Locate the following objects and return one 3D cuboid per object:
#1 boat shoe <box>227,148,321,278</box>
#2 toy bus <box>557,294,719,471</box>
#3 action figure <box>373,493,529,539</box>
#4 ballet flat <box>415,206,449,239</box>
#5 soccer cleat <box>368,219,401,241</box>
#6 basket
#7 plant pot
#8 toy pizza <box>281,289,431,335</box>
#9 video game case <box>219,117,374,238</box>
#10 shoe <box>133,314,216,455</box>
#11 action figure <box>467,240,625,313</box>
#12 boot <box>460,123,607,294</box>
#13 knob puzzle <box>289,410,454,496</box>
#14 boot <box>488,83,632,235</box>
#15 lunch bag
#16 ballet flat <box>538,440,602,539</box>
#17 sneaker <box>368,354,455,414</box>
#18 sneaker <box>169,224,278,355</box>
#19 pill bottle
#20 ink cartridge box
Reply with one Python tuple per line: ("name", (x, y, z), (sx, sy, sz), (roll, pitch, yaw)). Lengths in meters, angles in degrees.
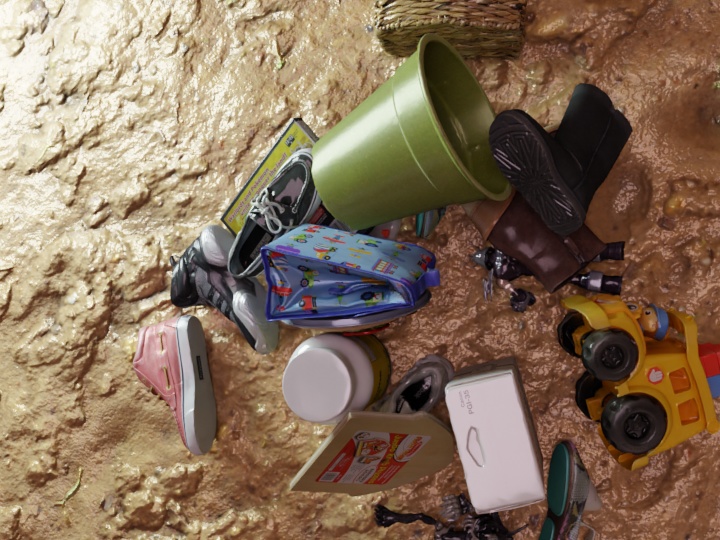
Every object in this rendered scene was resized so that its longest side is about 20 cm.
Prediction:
("boat shoe", (-0.117, -0.074, 0.955), (0.074, 0.068, 0.200), (43, 111, 11))
("toy bus", (0.353, 0.109, 0.858), (0.190, 0.136, 0.202), (-20, 98, 4))
("action figure", (0.118, 0.351, 0.930), (0.198, 0.102, 0.120), (-6, 75, 14))
("ballet flat", (0.110, -0.143, 0.968), (0.073, 0.074, 0.202), (1, 92, 13))
("soccer cleat", (0.039, -0.104, 0.983), (0.069, 0.077, 0.202), (22, 112, 24))
("basket", (0.118, -0.369, 0.932), (0.198, 0.143, 0.151), (5, 90, 13))
("plant pot", (0.048, -0.139, 0.841), (0.189, 0.199, 0.202), (-23, 83, 31))
("toy pizza", (-0.006, 0.050, 0.922), (0.198, 0.200, 0.032), (-5, 102, 13))
("video game case", (-0.086, -0.076, 0.998), (0.181, 0.025, 0.200), (48, 119, 10))
("shoe", (-0.271, 0.171, 1.044), (0.090, 0.071, 0.202), (-11, 80, 14))
("action figure", (0.237, -0.007, 0.934), (0.198, 0.069, 0.132), (6, 96, 17))
("boot", (0.242, -0.080, 0.898), (0.200, 0.073, 0.166), (-39, 71, -19))
("knob puzzle", (0.032, 0.230, 0.917), (0.218, 0.220, 0.031), (-26, 48, 11))
("boot", (0.242, -0.165, 0.847), (0.065, 0.200, 0.165), (-9, 124, 50))
("lunch bag", (0.000, 0.000, 0.876), (0.198, 0.151, 0.095), (2, 105, 16))
("ballet flat", (0.269, 0.318, 0.919), (0.070, 0.069, 0.202), (9, 94, -5))
("sneaker", (0.048, 0.199, 0.962), (0.075, 0.081, 0.201), (37, 98, 10))
("sneaker", (-0.201, 0.044, 1.032), (0.113, 0.075, 0.201), (-29, 86, 20))
("pill bottle", (-0.029, 0.135, 0.919), (0.111, 0.200, 0.114), (0, 89, 13))
("ink cartridge box", (0.167, 0.192, 0.871), (0.082, 0.200, 0.148), (-15, 85, 12))
